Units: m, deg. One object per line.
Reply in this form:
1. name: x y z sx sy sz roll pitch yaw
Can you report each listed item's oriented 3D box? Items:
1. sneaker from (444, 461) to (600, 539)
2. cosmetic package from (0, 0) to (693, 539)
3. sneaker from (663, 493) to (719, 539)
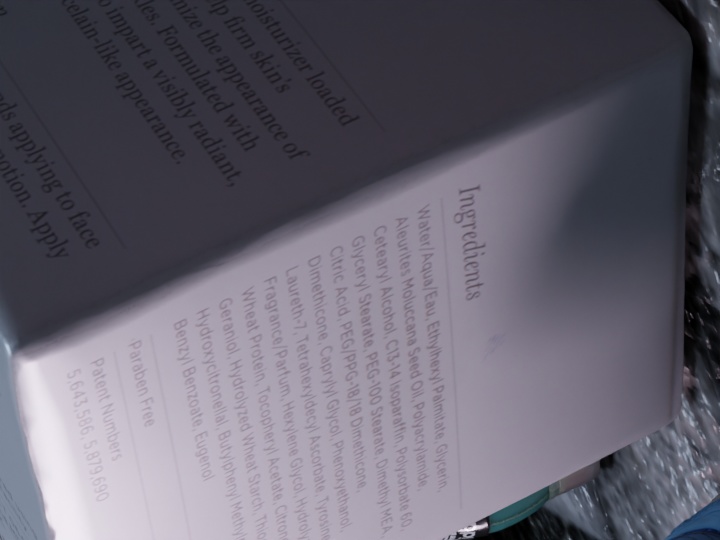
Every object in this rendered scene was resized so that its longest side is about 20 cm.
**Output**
1. sneaker: 0.000 0.000 0.920 0.200 0.080 0.071 60 164 20
2. cosmetic package: -0.032 -0.019 0.771 0.165 0.200 0.165 54 160 37
3. sneaker: 0.126 0.147 0.710 0.200 0.090 0.079 51 159 40
